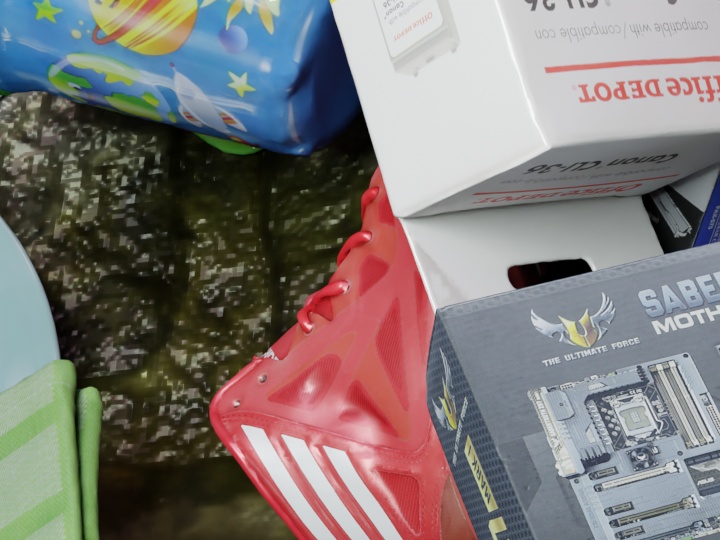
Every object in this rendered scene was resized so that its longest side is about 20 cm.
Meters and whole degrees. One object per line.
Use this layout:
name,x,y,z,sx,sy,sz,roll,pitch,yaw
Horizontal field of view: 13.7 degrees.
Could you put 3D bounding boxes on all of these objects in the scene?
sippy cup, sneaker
sippy cup,-0.054,-0.103,0.981,0.130,0.178,0.140,23,102,18
sneaker,0.000,0.000,0.949,0.115,0.078,0.200,-11,73,15

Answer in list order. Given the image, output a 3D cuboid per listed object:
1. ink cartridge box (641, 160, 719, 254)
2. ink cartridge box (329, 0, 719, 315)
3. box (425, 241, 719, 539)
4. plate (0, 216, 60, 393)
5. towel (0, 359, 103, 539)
ink cartridge box,0.066,-0.092,0.995,0.044,0.094,0.200,-15,44,-39
ink cartridge box,0.054,-0.083,0.887,0.067,0.116,0.200,-25,78,44
box,0.136,0.060,0.824,0.200,0.051,0.158,-13,55,-14
plate,-0.196,0.048,1.003,0.200,0.026,0.200,-5,72,17
towel,-0.153,0.129,0.900,0.200,0.031,0.149,-33,37,19
